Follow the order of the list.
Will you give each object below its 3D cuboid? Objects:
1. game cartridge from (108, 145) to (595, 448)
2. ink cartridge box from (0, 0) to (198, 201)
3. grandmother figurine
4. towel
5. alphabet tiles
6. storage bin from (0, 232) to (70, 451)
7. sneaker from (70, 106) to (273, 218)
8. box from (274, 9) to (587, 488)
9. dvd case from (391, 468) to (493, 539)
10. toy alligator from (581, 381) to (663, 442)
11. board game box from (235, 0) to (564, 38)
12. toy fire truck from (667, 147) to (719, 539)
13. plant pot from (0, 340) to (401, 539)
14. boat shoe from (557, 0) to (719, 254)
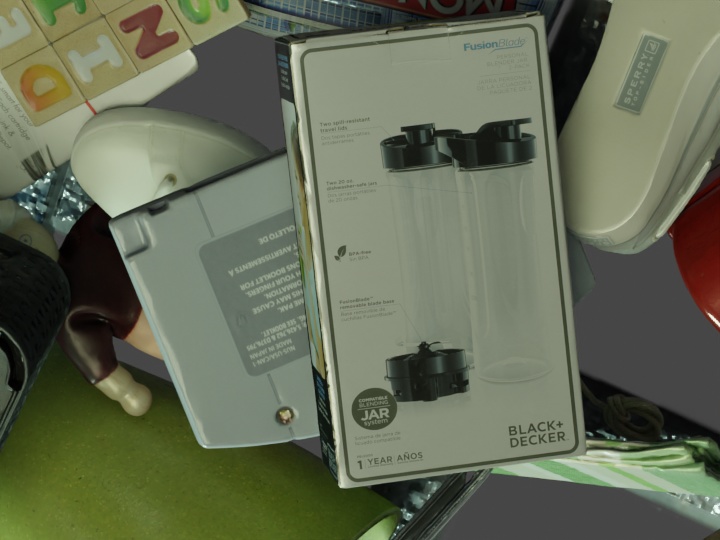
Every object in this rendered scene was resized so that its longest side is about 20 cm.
[{"bbox_3d":[0.000,0.000,1.290,0.200,0.040,0.133,-22,95,-4],"label":"game cartridge"},{"bbox_3d":[-0.173,-0.110,1.400,0.200,0.067,0.116,-30,104,29],"label":"ink cartridge box"},{"bbox_3d":[-0.111,0.009,1.411,0.200,0.121,0.061,16,155,-12],"label":"grandmother figurine"},{"bbox_3d":[0.087,0.087,1.380,0.200,0.153,0.023,5,81,18],"label":"towel"},{"bbox_3d":[-0.148,-0.163,1.321,0.200,0.006,0.166,-24,107,27],"label":"alphabet tiles"},{"bbox_3d":[-0.242,0.069,1.360,0.135,0.094,0.200,27,115,-3],"label":"storage bin"},{"bbox_3d":[-0.057,-0.008,1.339,0.200,0.085,0.073,29,127,2],"label":"sneaker"},{"bbox_3d":[0.032,-0.012,1.245,0.117,0.060,0.200,-8,98,-7],"label":"box"},{"bbox_3d":[-0.008,0.170,1.375,0.016,0.149,0.200,42,158,5],"label":"dvd case"},{"bbox_3d":[0.067,0.022,1.397,0.200,0.054,0.059,28,126,3],"label":"toy alligator"},{"bbox_3d":[0.024,-0.147,1.320,0.200,0.062,0.200,13,119,11],"label":"board game box"},{"bbox_3d":[0.204,0.043,1.276,0.129,0.200,0.176,-37,101,29],"label":"toy fire truck"},{"bbox_3d":[-0.114,0.132,1.458,0.200,0.187,0.187,40,122,11],"label":"plant pot"},{"bbox_3d":[0.153,-0.098,1.279,0.072,0.069,0.200,19,86,26],"label":"boat shoe"}]
